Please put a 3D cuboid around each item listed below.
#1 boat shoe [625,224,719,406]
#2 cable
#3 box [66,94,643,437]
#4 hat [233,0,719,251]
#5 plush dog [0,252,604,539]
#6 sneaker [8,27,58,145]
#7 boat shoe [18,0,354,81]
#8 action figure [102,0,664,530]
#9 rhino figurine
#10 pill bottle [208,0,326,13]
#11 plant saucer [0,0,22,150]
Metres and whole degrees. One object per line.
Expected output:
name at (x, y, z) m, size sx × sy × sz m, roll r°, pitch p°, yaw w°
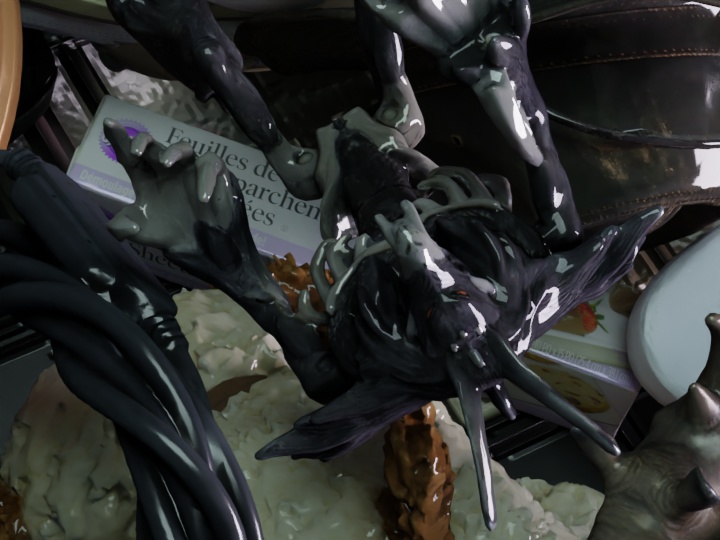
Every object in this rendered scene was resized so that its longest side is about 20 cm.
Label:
boat shoe at (0.171, 0.001, 0.831) m, size 0.201 × 0.086 × 0.075 m, roll -24°, pitch 83°, yaw -16°
cable at (-0.091, 0.071, 0.657) m, size 0.051 × 0.164 × 0.200 m, roll 10°, pitch 26°, yaw -41°
box at (0.000, 0.000, 0.821) m, size 0.199 × 0.042 × 0.039 m, roll 21°, pitch 56°, yaw 1°
hat at (0.062, -0.042, 0.776) m, size 0.199 × 0.201 × 0.082 m, roll -4°, pitch 92°, yaw -13°
plush dog at (-0.032, 0.071, 0.723) m, size 0.200 × 0.161 × 0.171 m, roll -37°, pitch 48°, yaw -27°
sneaker at (-0.140, -0.048, 0.807) m, size 0.099 × 0.070 × 0.201 m, roll -4°, pitch 64°, yaw -31°
boat shoe at (-0.065, -0.095, 0.823) m, size 0.199 × 0.068 × 0.075 m, roll 3°, pitch 59°, yaw -29°
action figure at (-0.007, -0.032, 0.628) m, size 0.119 × 0.102 × 0.200 m, roll -35°, pitch 51°, yaw 5°
rhino figurine at (0.078, 0.105, 0.682) m, size 0.060 × 0.201 × 0.087 m, roll 27°, pitch 27°, yaw 35°
pill bottle at (0.004, -0.179, 0.794) m, size 0.119 × 0.120 × 0.200 m, roll 33°, pitch 47°, yaw 10°
plant saucer at (-0.197, -0.068, 0.719) m, size 0.198 × 0.037 × 0.202 m, roll 1°, pitch 82°, yaw -7°
